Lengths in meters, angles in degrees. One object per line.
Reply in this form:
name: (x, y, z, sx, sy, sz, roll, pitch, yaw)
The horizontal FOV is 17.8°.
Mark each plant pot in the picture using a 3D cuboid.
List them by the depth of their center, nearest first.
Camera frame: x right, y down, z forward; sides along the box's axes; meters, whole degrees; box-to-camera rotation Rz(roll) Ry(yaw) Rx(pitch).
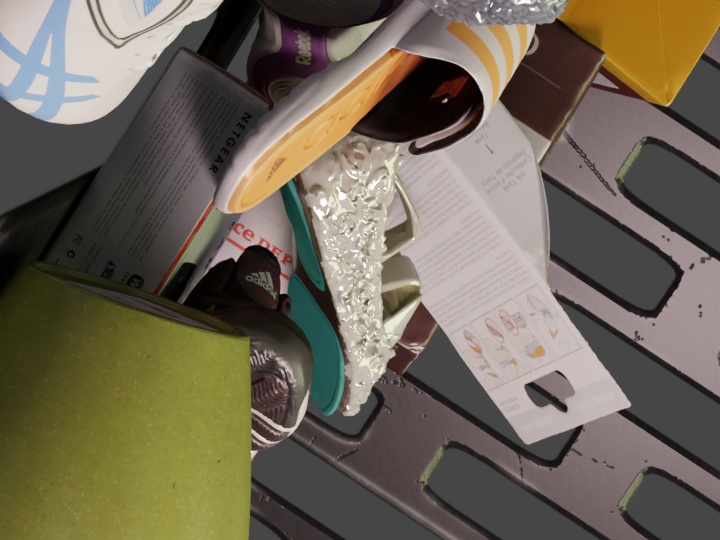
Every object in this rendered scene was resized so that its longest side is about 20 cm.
plant pot: (-0.118, 0.105, 0.890, 0.187, 0.186, 0.202, -26, 135, -88)

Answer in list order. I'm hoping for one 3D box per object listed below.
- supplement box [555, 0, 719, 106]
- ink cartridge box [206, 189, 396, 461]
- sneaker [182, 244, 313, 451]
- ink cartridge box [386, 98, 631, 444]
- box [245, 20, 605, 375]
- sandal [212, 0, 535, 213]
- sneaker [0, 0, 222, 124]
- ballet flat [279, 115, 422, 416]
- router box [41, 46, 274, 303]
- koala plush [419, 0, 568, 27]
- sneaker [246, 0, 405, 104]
supplement box: (0.139, -0.228, 1.368, 0.198, 0.132, 0.200, -57, -153, -4)
ink cartridge box: (-0.070, 0.012, 1.206, 0.201, 0.116, 0.068, -57, 179, 16)
sneaker: (-0.059, 0.026, 1.040, 0.116, 0.075, 0.200, -63, -168, -28)
ink cartridge box: (0.062, -0.014, 1.159, 0.057, 0.200, 0.163, -42, -178, -18)
box: (0.014, -0.070, 1.329, 0.201, 0.165, 0.164, -57, 178, -7)
sandal: (0.021, -0.073, 0.986, 0.206, 0.059, 0.079, -42, 172, -30)
sneaker: (-0.053, -0.082, 0.580, 0.072, 0.072, 0.200, -58, -179, -24)
ballet flat: (0.000, 0.000, 1.087, 0.072, 0.071, 0.201, -56, 159, -30)
router box: (-0.106, 0.001, 1.049, 0.201, 0.049, 0.179, -58, 179, 1)
koala plush: (0.111, -0.181, 0.863, 0.184, 0.198, 0.179, 28, 76, -72)
sneaker: (-0.013, -0.147, 1.034, 0.200, 0.074, 0.100, 119, -15, -68)
